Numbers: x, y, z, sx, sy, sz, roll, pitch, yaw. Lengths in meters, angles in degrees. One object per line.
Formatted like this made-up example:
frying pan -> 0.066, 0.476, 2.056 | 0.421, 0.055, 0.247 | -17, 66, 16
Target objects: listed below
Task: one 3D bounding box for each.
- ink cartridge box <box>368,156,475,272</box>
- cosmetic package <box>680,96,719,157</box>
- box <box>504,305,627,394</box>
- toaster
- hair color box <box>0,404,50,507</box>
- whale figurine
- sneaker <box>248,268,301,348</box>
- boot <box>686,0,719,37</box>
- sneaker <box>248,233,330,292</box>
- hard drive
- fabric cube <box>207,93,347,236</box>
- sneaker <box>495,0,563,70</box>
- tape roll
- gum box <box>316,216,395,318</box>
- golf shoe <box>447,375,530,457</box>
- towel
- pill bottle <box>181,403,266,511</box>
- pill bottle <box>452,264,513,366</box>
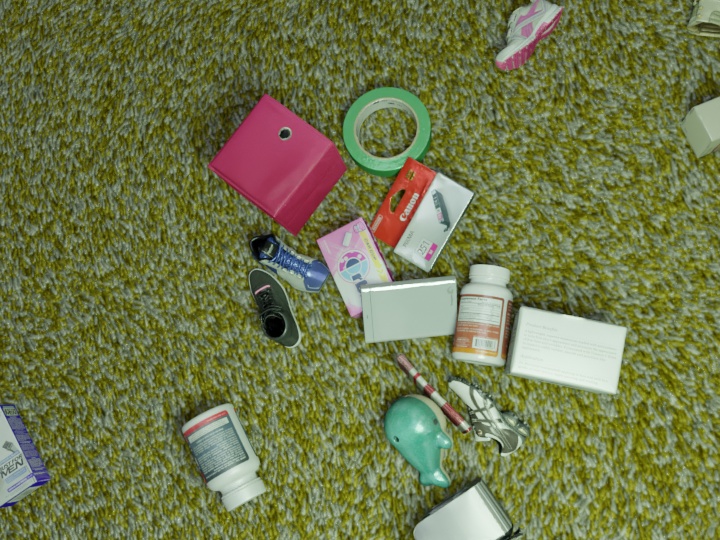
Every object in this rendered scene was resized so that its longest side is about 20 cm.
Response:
ink cartridge box -> 0.127, -0.125, 1.550 | 0.173, 0.044, 0.200 | 31, 101, 11
cosmetic package -> 0.796, -0.325, 1.487 | 0.200, 0.103, 0.087 | -22, 76, 5
box -> 0.397, 0.160, 1.403 | 0.198, 0.200, 0.131 | 11, 83, 10
toaster -> 0.203, 0.497, 1.377 | 0.200, 0.181, 0.119 | -34, 75, 2
hair color box -> -0.797, 0.415, 1.597 | 0.109, 0.065, 0.200 | -34, 75, 1
whale figurine -> 0.115, 0.355, 1.439 | 0.159, 0.104, 0.201 | -11, 97, 46
sneaker -> -0.197, 0.074, 1.556 | 0.071, 0.099, 0.200 | -30, 76, 4
boot -> 0.745, -0.607, 1.565 | 0.200, 0.072, 0.155 | 23, 86, 11
sneaker -> -0.170, -0.020, 1.561 | 0.199, 0.115, 0.081 | 27, 85, 12
hard drive -> 0.104, 0.083, 1.499 | 0.199, 0.027, 0.132 | -6, 115, -2
fabric cube -> -0.176, -0.226, 1.557 | 0.196, 0.200, 0.199 | 38, 88, 12
sneaker -> 0.364, -0.538, 1.605 | 0.088, 0.081, 0.200 | 40, 79, 14
tape roll -> 0.061, -0.315, 1.618 | 0.200, 0.048, 0.201 | -1, 79, 7
gum box -> 0.000, 0.000, 1.552 | 0.113, 0.066, 0.200 | -27, 78, 9
golf shoe -> 0.248, 0.299, 1.461 | 0.200, 0.078, 0.095 | 38, 87, 14
towel -> 0.150, 0.253, 1.449 | 0.023, 0.144, 0.200 | -43, 76, -5
pill bottle -> -0.283, 0.395, 1.497 | 0.119, 0.120, 0.200 | -29, 76, 2
pill bottle -> 0.258, 0.094, 1.481 | 0.112, 0.112, 0.201 | 8, 80, 9
